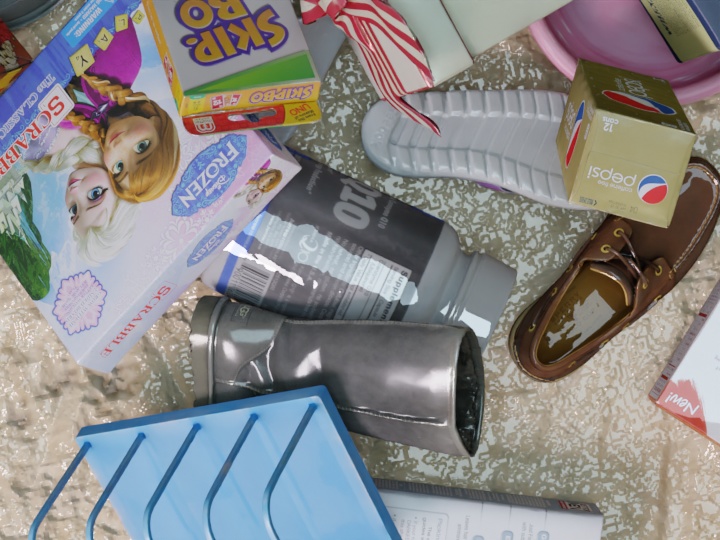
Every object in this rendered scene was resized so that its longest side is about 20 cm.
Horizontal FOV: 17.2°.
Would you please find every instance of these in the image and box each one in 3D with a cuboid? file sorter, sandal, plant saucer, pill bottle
[{"bbox_3d":[-0.099,0.182,1.594,0.199,0.123,0.139,-11,120,28],"label":"file sorter"},{"bbox_3d":[0.101,-0.088,1.682,0.202,0.050,0.083,11,75,-1],"label":"sandal"},{"bbox_3d":[0.206,-0.215,1.675,0.199,0.051,0.202,0,92,-1],"label":"plant saucer"},{"bbox_3d":[0.000,0.000,1.651,0.199,0.114,0.114,25,92,-1],"label":"pill bottle"}]

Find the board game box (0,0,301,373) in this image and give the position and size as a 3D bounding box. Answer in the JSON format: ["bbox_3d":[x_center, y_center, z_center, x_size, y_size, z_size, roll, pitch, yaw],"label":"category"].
[{"bbox_3d":[-0.168,-0.070,1.622,0.200,0.041,0.200,-47,62,12],"label":"board game box"}]

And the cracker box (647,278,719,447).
[{"bbox_3d":[0.312,0.043,1.680,0.134,0.058,0.201,31,92,-1],"label":"cracker box"}]

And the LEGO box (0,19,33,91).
[{"bbox_3d":[-0.352,-0.134,1.638,0.200,0.077,0.149,-39,91,18],"label":"LEGO box"}]

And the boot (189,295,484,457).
[{"bbox_3d":[-0.014,0.098,1.622,0.199,0.073,0.182,6,131,13],"label":"boot"}]

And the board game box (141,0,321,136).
[{"bbox_3d":[-0.094,-0.174,1.598,0.095,0.030,0.201,-8,56,-17],"label":"board game box"}]

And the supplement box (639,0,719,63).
[{"bbox_3d":[0.224,-0.256,1.548,0.134,0.200,0.200,-32,92,1],"label":"supplement box"}]

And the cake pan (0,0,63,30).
[{"bbox_3d":[-0.277,-0.264,1.660,0.199,0.037,0.201,2,100,9],"label":"cake pan"}]

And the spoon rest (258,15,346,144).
[{"bbox_3d":[-0.055,-0.155,1.664,0.099,0.061,0.200,36,90,-38],"label":"spoon rest"}]

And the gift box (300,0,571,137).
[{"bbox_3d":[0.055,-0.203,1.534,0.186,0.185,0.201,-29,91,-8],"label":"gift box"}]

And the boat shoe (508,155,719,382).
[{"bbox_3d":[0.186,0.002,1.673,0.072,0.068,0.200,43,91,-1],"label":"boat shoe"}]

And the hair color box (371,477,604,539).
[{"bbox_3d":[0.067,0.206,1.685,0.199,0.061,0.100,7,92,0],"label":"hair color box"}]

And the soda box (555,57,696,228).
[{"bbox_3d":[0.171,-0.087,1.558,0.067,0.200,0.064,14,104,-2],"label":"soda box"}]
